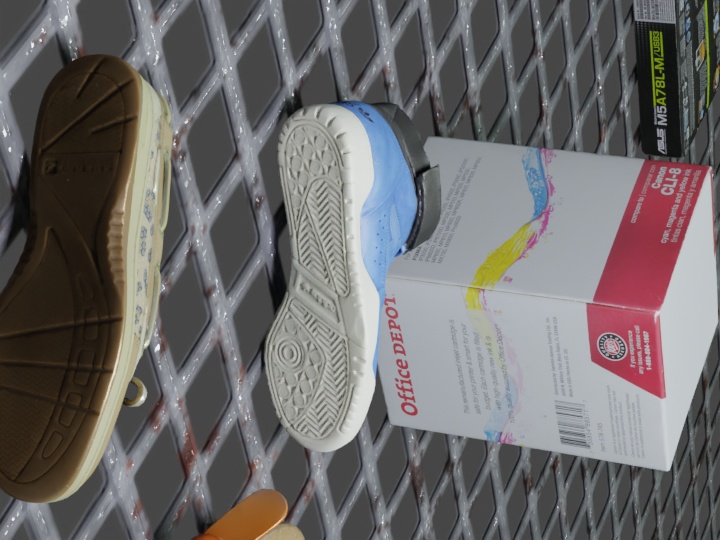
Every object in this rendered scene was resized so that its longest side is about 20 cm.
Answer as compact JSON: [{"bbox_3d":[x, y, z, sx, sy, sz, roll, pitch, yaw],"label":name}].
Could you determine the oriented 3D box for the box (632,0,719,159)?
[{"bbox_3d":[0.296,-0.236,1.923,0.194,0.047,0.201,-61,150,-46],"label":"box"}]

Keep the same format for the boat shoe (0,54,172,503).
[{"bbox_3d":[-0.118,0.007,0.954,0.063,0.073,0.202,29,71,-64],"label":"boat shoe"}]

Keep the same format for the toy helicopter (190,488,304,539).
[{"bbox_3d":[-0.086,0.200,1.115,0.200,0.078,0.133,-42,140,-46],"label":"toy helicopter"}]

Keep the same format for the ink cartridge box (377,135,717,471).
[{"bbox_3d":[0.119,0.018,1.380,0.146,0.198,0.145,79,27,-42],"label":"ink cartridge box"}]

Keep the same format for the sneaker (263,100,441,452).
[{"bbox_3d":[0.001,0.000,1.240,0.111,0.076,0.202,-14,106,-56],"label":"sneaker"}]
